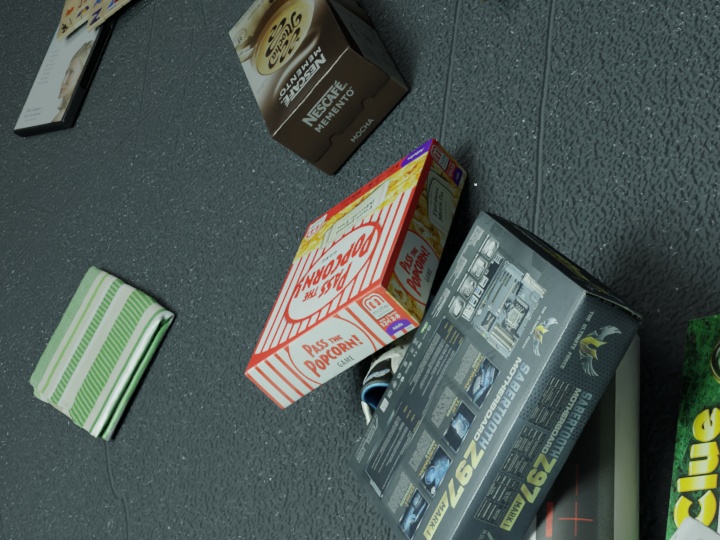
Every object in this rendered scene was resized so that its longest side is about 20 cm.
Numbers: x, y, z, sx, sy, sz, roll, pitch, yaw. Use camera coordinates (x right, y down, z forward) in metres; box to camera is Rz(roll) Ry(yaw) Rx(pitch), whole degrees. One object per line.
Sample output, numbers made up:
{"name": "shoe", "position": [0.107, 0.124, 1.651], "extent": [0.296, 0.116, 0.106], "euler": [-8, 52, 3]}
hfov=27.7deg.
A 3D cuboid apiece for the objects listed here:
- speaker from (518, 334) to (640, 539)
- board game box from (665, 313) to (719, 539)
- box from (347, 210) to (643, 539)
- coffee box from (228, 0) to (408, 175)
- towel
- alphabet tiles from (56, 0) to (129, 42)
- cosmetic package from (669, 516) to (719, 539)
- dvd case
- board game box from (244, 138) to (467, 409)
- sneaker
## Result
{"name": "speaker", "position": [0.135, 0.131, 0.915], "extent": [0.081, 0.081, 0.201], "euler": [-23, 49, 41]}
{"name": "board game box", "position": [0.230, 0.115, 0.857], "extent": [0.104, 0.023, 0.202], "euler": [-19, 52, 47]}
{"name": "box", "position": [0.078, 0.080, 0.916], "extent": [0.201, 0.051, 0.158], "euler": [-63, 25, 9]}
{"name": "coffee box", "position": [-0.043, -0.198, 1.373], "extent": [0.113, 0.080, 0.201], "euler": [-46, 37, 18]}
{"name": "towel", "position": [-0.271, 0.084, 1.511], "extent": [0.200, 0.023, 0.153], "euler": [20, 81, 56]}
{"name": "alphabet tiles", "position": [-0.319, -0.378, 1.889], "extent": [0.199, 0.008, 0.168], "euler": [-30, 40, 30]}
{"name": "cosmetic package", "position": [0.136, 0.258, 0.637], "extent": [0.123, 0.200, 0.200], "euler": [31, 61, 35]}
{"name": "dvd case", "position": [-0.378, -0.270, 1.901], "extent": [0.142, 0.017, 0.201], "euler": [-2, 64, 52]}
{"name": "board game box", "position": [0.000, 0.000, 1.151], "extent": [0.151, 0.046, 0.201], "euler": [-34, 22, 33]}
{"name": "sneaker", "position": [0.032, 0.075, 1.087], "extent": [0.072, 0.072, 0.201], "euler": [-41, 33, 27]}
